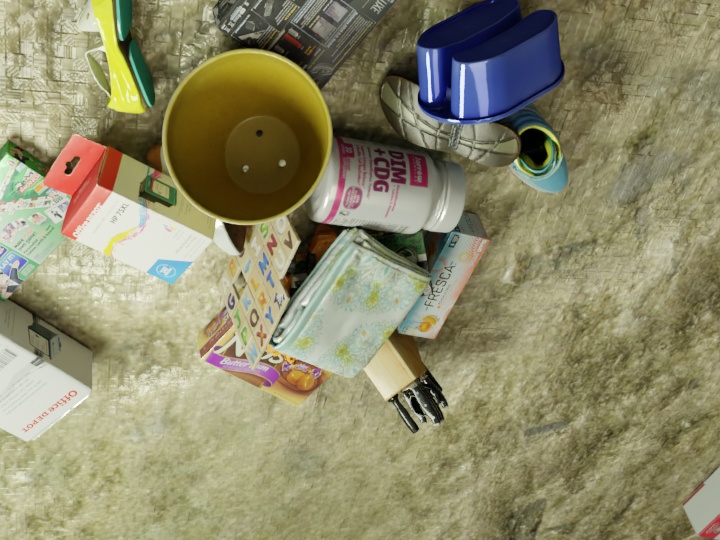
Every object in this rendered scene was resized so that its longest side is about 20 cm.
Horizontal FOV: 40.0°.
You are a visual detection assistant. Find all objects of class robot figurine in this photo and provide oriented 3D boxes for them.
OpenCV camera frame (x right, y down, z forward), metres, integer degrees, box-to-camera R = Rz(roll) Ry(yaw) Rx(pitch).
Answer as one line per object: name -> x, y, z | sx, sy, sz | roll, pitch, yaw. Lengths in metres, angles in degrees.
robot figurine -> -0.090, 0.037, 1.394 | 0.142, 0.058, 0.203 | 2, 115, -12

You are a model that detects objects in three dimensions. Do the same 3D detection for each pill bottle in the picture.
pill bottle -> 0.033, -0.110, 1.321 | 0.197, 0.114, 0.114 | 6, 128, -21

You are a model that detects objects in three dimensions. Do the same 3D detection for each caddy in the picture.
caddy -> 0.158, -0.246, 1.204 | 0.199, 0.141, 0.106 | -31, 133, -24

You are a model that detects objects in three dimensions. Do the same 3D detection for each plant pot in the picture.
plant pot -> -0.128, -0.150, 1.203 | 0.197, 0.203, 0.142 | -18, 177, 0

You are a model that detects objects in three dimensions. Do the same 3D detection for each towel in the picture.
towel -> -0.011, 0.051, 1.356 | 0.170, 0.048, 0.201 | 27, 106, -42

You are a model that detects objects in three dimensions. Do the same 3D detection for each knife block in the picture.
knife block -> 0.050, 0.152, 1.507 | 0.064, 0.177, 0.200 | -38, 129, 17

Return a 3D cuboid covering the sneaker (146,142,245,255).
sneaker -> -0.215, -0.098, 1.305 | 0.083, 0.074, 0.201 | -4, 136, 20

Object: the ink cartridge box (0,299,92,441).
ink cartridge box -> -0.500, 0.136, 1.399 | 0.146, 0.087, 0.200 | -36, 131, 16

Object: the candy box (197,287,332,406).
candy box -> -0.135, 0.119, 1.508 | 0.117, 0.057, 0.199 | -43, 129, 19

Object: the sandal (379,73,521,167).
sandal -> 0.117, -0.197, 1.277 | 0.197, 0.055, 0.083 | 20, 126, 10

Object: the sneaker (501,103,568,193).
sneaker -> 0.241, -0.146, 1.337 | 0.079, 0.131, 0.200 | -35, 130, 13

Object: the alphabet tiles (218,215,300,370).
alphabet tiles -> -0.135, 0.004, 1.335 | 0.007, 0.168, 0.202 | 4, 130, -33

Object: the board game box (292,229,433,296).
board game box -> 0.000, 0.000, 1.424 | 0.197, 0.024, 0.106 | -9, 113, 8

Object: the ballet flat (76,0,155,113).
ballet flat -> -0.287, -0.267, 1.134 | 0.066, 0.067, 0.202 | -2, 132, 4

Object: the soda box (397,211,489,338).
soda box -> 0.115, 0.006, 1.477 | 0.067, 0.064, 0.202 | 11, 125, -23

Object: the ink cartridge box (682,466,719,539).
ink cartridge box -> 0.801, 0.492, 2.070 | 0.197, 0.084, 0.146 | 15, 124, -27

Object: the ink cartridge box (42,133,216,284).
ink cartridge box -> -0.290, -0.074, 1.227 | 0.198, 0.068, 0.116 | 26, 136, -25

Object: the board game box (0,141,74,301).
board game box -> -0.459, -0.059, 1.283 | 0.199, 0.029, 0.134 | -41, 128, 19

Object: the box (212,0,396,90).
box -> -0.052, -0.326, 1.156 | 0.157, 0.050, 0.200 | 28, 118, -33
